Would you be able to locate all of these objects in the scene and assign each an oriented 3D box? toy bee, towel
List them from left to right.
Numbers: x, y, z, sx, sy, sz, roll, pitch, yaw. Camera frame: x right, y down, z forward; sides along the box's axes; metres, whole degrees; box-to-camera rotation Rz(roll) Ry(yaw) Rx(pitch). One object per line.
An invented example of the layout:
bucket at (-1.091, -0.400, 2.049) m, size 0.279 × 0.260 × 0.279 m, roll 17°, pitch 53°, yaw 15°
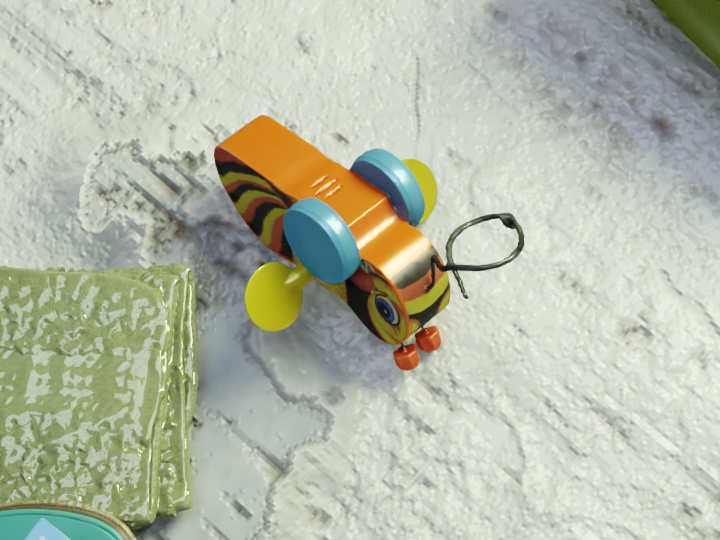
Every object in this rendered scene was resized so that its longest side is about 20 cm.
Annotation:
towel at (-0.185, 0.068, 1.074) m, size 0.199 × 0.037 × 0.149 m, roll 0°, pitch 73°, yaw 8°
toy bee at (0.000, 0.000, 1.038) m, size 0.130 × 0.109 × 0.200 m, roll -22°, pitch 39°, yaw -12°

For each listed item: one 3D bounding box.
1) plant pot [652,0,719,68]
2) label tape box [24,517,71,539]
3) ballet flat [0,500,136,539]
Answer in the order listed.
plant pot at (0.228, -0.176, 1.016) m, size 0.200 × 0.200 × 0.194 m, roll -30°, pitch 83°, yaw -1°
label tape box at (-0.119, 0.239, 0.972) m, size 0.200 × 0.066 × 0.144 m, roll 37°, pitch 83°, yaw 5°
ballet flat at (-0.210, 0.164, 1.031) m, size 0.199 × 0.065 × 0.071 m, roll -9°, pitch 77°, yaw 1°
